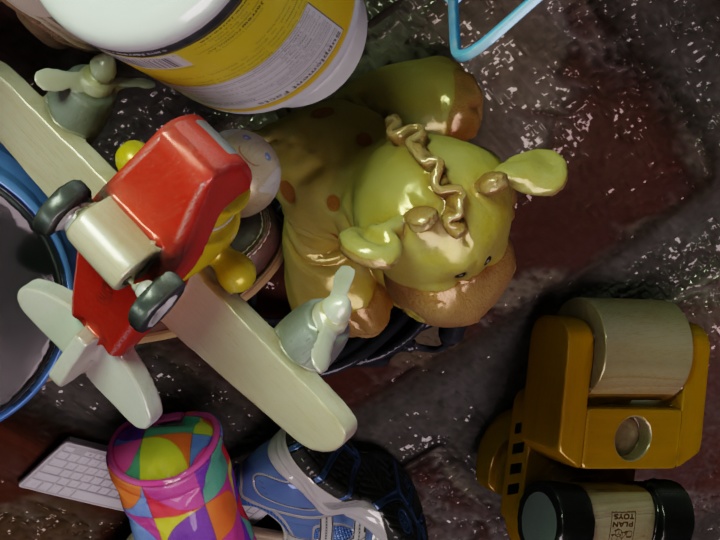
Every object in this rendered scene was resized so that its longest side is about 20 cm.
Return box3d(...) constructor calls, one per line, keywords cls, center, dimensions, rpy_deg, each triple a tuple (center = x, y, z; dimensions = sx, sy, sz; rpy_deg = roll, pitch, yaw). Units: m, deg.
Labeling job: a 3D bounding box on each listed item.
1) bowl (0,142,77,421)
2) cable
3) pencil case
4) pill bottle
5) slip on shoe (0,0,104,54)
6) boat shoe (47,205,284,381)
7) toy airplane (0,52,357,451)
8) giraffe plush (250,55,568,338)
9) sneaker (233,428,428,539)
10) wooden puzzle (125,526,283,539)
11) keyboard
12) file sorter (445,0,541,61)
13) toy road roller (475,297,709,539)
box3d(cls="bowl", center=(-0.249, 0.010, 1.009), dimensions=(0.199, 0.039, 0.202), rpy_deg=(-6, 120, -10))
box3d(cls="cable", center=(0.000, 0.000, 1.168), dimensions=(0.199, 0.051, 0.164), rpy_deg=(6, 133, -32))
box3d(cls="pencil case", center=(-0.110, 0.185, 1.271), dimensions=(0.088, 0.089, 0.201), rpy_deg=(-18, 127, -7))
box3d(cls="pill bottle", center=(-0.065, -0.136, 0.873), dimensions=(0.112, 0.112, 0.200), rpy_deg=(-33, 164, 12))
box3d(cls="slip on shoe", center=(-0.157, -0.148, 0.877), dimensions=(0.060, 0.077, 0.200), rpy_deg=(-6, 171, 18))
box3d(cls="boat shoe", center=(-0.140, 0.006, 1.086), dimensions=(0.199, 0.071, 0.070), rpy_deg=(-26, 146, 3))
box3d(cls="toy airplane", center=(-0.094, -0.011, 0.930), dimensions=(0.141, 0.199, 0.201), rpy_deg=(-44, 128, -25))
box3d(cls="giraffe plush", center=(0.030, -0.036, 1.017), dimensions=(0.173, 0.162, 0.200), rpy_deg=(-50, 126, -6))
box3d(cls="sneaker", center=(-0.017, 0.167, 1.345), dimensions=(0.077, 0.076, 0.200), rpy_deg=(-27, 136, 21))
box3d(cls="wooden puzzle", center=(-0.120, 0.252, 1.403), dimensions=(0.199, 0.037, 0.185), rpy_deg=(10, 133, -36))
box3d(cls="keyboard", center=(-0.141, 0.153, 1.304), dimensions=(0.199, 0.011, 0.056), rpy_deg=(21, 124, -41))
box3d(cls="file sorter", center=(0.025, -0.213, 0.812), dimensions=(0.139, 0.123, 0.200), rpy_deg=(-40, 109, 19))
box3d(cls="toy road roller", center=(0.156, 0.113, 1.349), dimensions=(0.122, 0.146, 0.201), rpy_deg=(3, 97, -29))
